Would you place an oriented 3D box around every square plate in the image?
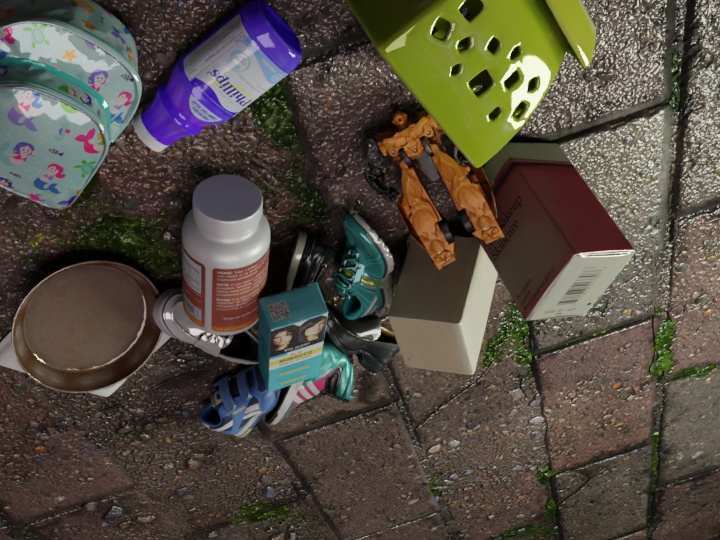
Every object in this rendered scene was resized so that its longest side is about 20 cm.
[{"bbox_3d":[-0.393,0.109,1.228,0.199,0.029,0.198,27,124,-39],"label":"square plate"}]

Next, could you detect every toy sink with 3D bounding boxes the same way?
[{"bbox_3d":[0.120,0.025,1.221,0.111,0.201,0.131,5,145,21],"label":"toy sink"}]

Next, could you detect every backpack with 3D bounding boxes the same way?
[{"bbox_3d":[-0.317,-0.174,0.852,0.177,0.151,0.200,26,119,-37],"label":"backpack"}]

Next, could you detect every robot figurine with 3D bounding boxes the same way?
[{"bbox_3d":[0.091,-0.110,1.066,0.144,0.058,0.201,-26,104,13],"label":"robot figurine"}]

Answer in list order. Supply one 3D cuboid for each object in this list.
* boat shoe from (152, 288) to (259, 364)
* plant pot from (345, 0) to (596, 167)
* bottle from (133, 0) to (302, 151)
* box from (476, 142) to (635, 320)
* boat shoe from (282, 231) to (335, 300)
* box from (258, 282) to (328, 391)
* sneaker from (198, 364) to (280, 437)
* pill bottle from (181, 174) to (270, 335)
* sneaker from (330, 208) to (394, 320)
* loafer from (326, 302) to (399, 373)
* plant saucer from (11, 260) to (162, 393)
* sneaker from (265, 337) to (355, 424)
[{"bbox_3d":[-0.205,0.082,1.214,0.065,0.074,0.200,12,168,38],"label":"boat shoe"},{"bbox_3d":[0.107,-0.261,0.855,0.181,0.201,0.199,-36,136,14],"label":"plant pot"},{"bbox_3d":[-0.160,-0.203,0.925,0.199,0.066,0.083,-33,138,18],"label":"bottle"},{"bbox_3d":[0.236,-0.053,1.110,0.108,0.201,0.128,-4,140,-30],"label":"box"},{"bbox_3d":[-0.078,0.034,1.209,0.065,0.075,0.201,13,125,-6],"label":"boat shoe"},{"bbox_3d":[-0.095,0.096,1.178,0.082,0.049,0.201,-16,152,-16],"label":"box"},{"bbox_3d":[-0.188,0.199,1.363,0.082,0.074,0.200,16,129,-29],"label":"sneaker"},{"bbox_3d":[-0.172,-0.019,1.092,0.111,0.113,0.201,-3,138,-15],"label":"pill bottle"},{"bbox_3d":[0.000,0.000,1.183,0.079,0.078,0.201,-29,142,-17],"label":"sneaker"},{"bbox_3d":[-0.002,0.090,1.311,0.072,0.073,0.200,-37,146,10],"label":"loafer"},{"bbox_3d":[-0.364,0.071,1.147,0.199,0.034,0.202,-15,122,-25],"label":"plant saucer"},{"bbox_3d":[-0.070,0.188,1.387,0.120,0.084,0.201,18,128,-21],"label":"sneaker"}]
